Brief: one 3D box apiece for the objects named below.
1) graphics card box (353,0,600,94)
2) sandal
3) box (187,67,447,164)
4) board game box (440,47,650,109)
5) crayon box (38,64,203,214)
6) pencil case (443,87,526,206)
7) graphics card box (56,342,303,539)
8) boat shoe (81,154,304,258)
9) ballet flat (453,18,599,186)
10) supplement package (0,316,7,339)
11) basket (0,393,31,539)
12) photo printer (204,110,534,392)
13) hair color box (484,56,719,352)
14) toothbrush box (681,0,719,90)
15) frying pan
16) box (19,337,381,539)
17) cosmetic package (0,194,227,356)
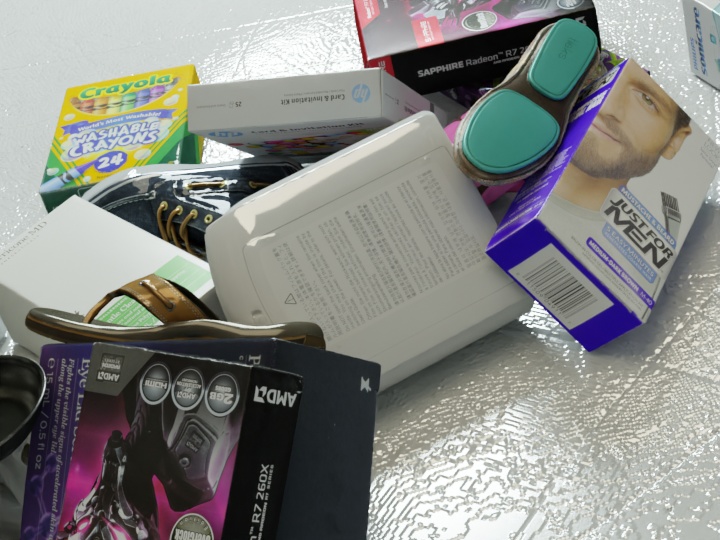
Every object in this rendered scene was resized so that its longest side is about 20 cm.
[{"bbox_3d":[0.098,-0.213,1.410,0.200,0.051,0.126,-12,36,2],"label":"graphics card box"},{"bbox_3d":[-0.121,0.030,1.076,0.200,0.055,0.082,1,-4,14],"label":"sandal"},{"bbox_3d":[-0.028,-0.119,1.298,0.156,0.041,0.200,-3,-6,16],"label":"box"},{"bbox_3d":[0.143,-0.172,1.416,0.120,0.032,0.200,-33,40,-17],"label":"board game box"},{"bbox_3d":[-0.207,-0.120,1.457,0.125,0.052,0.200,-10,37,7],"label":"crayon box"},{"bbox_3d":[0.038,-0.055,1.249,0.200,0.091,0.094,-32,19,-15],"label":"pencil case"},{"bbox_3d":[-0.106,0.144,0.884,0.125,0.051,0.200,6,82,39],"label":"graphics card box"},{"bbox_3d":[-0.138,-0.041,1.311,0.200,0.071,0.091,-12,33,2],"label":"boat shoe"},{"bbox_3d":[0.118,-0.107,1.184,0.068,0.067,0.200,38,50,6],"label":"ballet flat"},{"bbox_3d":[-0.414,0.029,1.257,0.200,0.152,0.151,5,42,26],"label":"supplement package"},{"bbox_3d":[-0.294,0.158,1.067,0.200,0.136,0.123,-30,35,-19],"label":"basket"},{"bbox_3d":[0.000,0.000,1.149,0.200,0.069,0.167,-28,83,-15],"label":"photo printer"},{"bbox_3d":[0.180,-0.051,1.170,0.065,0.109,0.200,-35,16,46],"label":"hair color box"},{"bbox_3d":[0.374,-0.184,1.298,0.146,0.085,0.200,-27,39,-13],"label":"toothbrush box"},{"bbox_3d":[-0.276,0.098,0.993,0.190,0.031,0.115,-10,32,19],"label":"frying pan"},{"bbox_3d":[-0.098,0.120,0.981,0.200,0.104,0.148,-5,76,37],"label":"box"},{"bbox_3d":[-0.185,0.030,1.230,0.200,0.085,0.108,25,56,40],"label":"cosmetic package"}]
